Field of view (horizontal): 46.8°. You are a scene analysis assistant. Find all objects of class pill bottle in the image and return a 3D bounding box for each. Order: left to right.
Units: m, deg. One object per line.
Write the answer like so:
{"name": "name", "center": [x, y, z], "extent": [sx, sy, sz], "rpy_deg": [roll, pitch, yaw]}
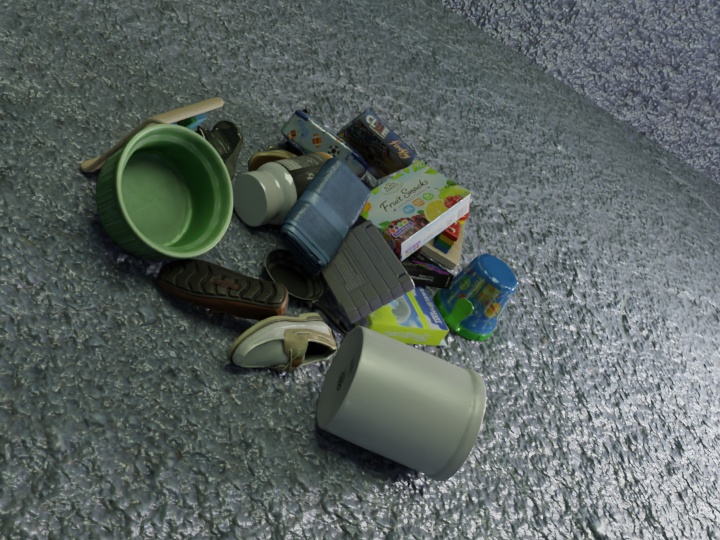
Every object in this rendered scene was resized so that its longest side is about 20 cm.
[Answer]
{"name": "pill bottle", "center": [-0.129, -0.147, 1.525], "extent": [0.199, 0.117, 0.117], "rpy_deg": [-21, 61, -45]}

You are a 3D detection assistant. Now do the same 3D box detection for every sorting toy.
{"name": "sorting toy", "center": [-0.340, -0.220, 1.379], "extent": [0.037, 0.199, 0.185], "rpy_deg": [62, 32, -8]}
{"name": "sorting toy", "center": [0.147, -0.123, 1.808], "extent": [0.199, 0.070, 0.199], "rpy_deg": [31, 32, -7]}

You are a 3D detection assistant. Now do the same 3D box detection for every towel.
{"name": "towel", "center": [-0.064, -0.099, 1.466], "extent": [0.112, 0.048, 0.201], "rpy_deg": [47, 54, -22]}

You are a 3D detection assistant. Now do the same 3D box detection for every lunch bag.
{"name": "lunch bag", "center": [-0.074, -0.254, 1.733], "extent": [0.199, 0.076, 0.160], "rpy_deg": [39, 5, 3]}

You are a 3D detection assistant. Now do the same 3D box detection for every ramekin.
{"name": "ramekin", "center": [-0.302, -0.112, 1.265], "extent": [0.199, 0.097, 0.203], "rpy_deg": [10, 76, -42]}

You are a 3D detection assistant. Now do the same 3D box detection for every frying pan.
{"name": "frying pan", "center": [-0.085, 0.034, 1.417], "extent": [0.189, 0.031, 0.115], "rpy_deg": [38, 31, -2]}

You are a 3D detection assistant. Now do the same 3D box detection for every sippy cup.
{"name": "sippy cup", "center": [0.231, 0.044, 1.609], "extent": [0.138, 0.131, 0.179], "rpy_deg": [22, 34, -19]}

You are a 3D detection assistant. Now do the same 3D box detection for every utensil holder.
{"name": "utensil holder", "center": [0.056, 0.192, 1.217], "extent": [0.198, 0.171, 0.171], "rpy_deg": [23, 33, -13]}

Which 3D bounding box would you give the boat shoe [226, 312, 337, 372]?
{"name": "boat shoe", "center": [-0.109, 0.113, 1.247], "extent": [0.068, 0.075, 0.199], "rpy_deg": [46, 34, 23]}

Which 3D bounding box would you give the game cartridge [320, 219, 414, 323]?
{"name": "game cartridge", "center": [0.000, 0.000, 1.433], "extent": [0.039, 0.129, 0.200], "rpy_deg": [58, 1, -39]}

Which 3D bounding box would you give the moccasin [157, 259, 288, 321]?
{"name": "moccasin", "center": [-0.208, 0.035, 1.261], "extent": [0.199, 0.078, 0.074], "rpy_deg": [10, 52, -6]}

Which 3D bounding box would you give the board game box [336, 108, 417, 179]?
{"name": "board game box", "center": [0.027, -0.257, 1.720], "extent": [0.135, 0.035, 0.200], "rpy_deg": [42, -12, -12]}

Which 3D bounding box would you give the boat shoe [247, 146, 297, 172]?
{"name": "boat shoe", "center": [-0.151, -0.197, 1.631], "extent": [0.199, 0.074, 0.063], "rpy_deg": [12, 27, -51]}

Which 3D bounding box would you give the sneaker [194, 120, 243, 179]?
{"name": "sneaker", "center": [-0.279, -0.239, 1.529], "extent": [0.114, 0.076, 0.201], "rpy_deg": [45, 29, -30]}

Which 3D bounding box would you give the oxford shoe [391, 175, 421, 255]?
{"name": "oxford shoe", "center": [0.092, -0.111, 1.661], "extent": [0.074, 0.071, 0.201], "rpy_deg": [4, 48, -5]}

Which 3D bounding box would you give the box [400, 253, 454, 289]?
{"name": "box", "center": [0.062, -0.016, 1.575], "extent": [0.198, 0.036, 0.143], "rpy_deg": [7, 20, -36]}

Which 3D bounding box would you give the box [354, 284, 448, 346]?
{"name": "box", "center": [0.069, 0.074, 1.495], "extent": [0.198, 0.048, 0.123], "rpy_deg": [8, 40, -36]}

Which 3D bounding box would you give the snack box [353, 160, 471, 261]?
{"name": "snack box", "center": [0.093, -0.117, 1.582], "extent": [0.142, 0.053, 0.199], "rpy_deg": [35, 55, 30]}
